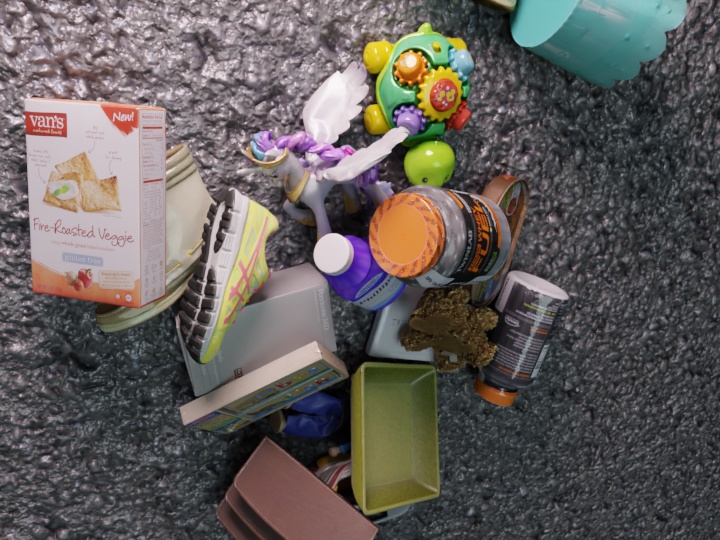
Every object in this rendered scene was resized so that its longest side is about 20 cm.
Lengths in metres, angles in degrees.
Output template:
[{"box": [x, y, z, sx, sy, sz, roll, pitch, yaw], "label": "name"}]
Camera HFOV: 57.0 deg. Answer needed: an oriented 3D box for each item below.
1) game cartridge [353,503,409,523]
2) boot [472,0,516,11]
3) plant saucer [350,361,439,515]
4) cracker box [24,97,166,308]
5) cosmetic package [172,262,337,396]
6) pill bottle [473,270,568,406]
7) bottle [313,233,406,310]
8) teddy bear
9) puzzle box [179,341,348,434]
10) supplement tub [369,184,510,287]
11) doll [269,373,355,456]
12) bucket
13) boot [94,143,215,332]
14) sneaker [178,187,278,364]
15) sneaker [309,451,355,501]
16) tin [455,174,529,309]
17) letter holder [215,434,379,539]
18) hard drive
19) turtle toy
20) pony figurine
[{"box": [-0.026, 0.390, 1.038, 0.196, 0.042, 0.134, -15, 159, -11], "label": "game cartridge"}, {"box": [0.136, -0.420, 0.793, 0.197, 0.073, 0.158, 11, 107, -31], "label": "boot"}, {"box": [0.046, 0.242, 0.989, 0.198, 0.047, 0.205, 12, 74, -52], "label": "plant saucer"}, {"box": [-0.275, -0.072, 0.695, 0.131, 0.058, 0.205, 6, 102, 13], "label": "cracker box"}, {"box": [-0.136, 0.073, 0.867, 0.196, 0.090, 0.109, -16, 115, -16], "label": "cosmetic package"}, {"box": [0.247, 0.112, 1.061, 0.104, 0.106, 0.204, 11, 106, -29], "label": "pill bottle"}, {"box": [0.000, 0.000, 0.859, 0.083, 0.066, 0.200, -42, 158, 7], "label": "bottle"}, {"box": [0.132, 0.086, 0.974, 0.143, 0.068, 0.199, -27, 135, 32], "label": "teddy bear"}, {"box": [-0.121, 0.159, 0.874, 0.197, 0.026, 0.133, -26, 157, 6], "label": "puzzle box"}, {"box": [0.102, -0.042, 0.841, 0.198, 0.121, 0.125, -3, 117, -56], "label": "supplement tub"}, {"box": [-0.032, 0.216, 1.002, 0.197, 0.048, 0.139, 16, 102, -31], "label": "doll"}, {"box": [0.291, -0.347, 0.829, 0.132, 0.207, 0.211, 13, 106, -21], "label": "bucket"}, {"box": [-0.250, -0.037, 0.771, 0.198, 0.072, 0.156, -36, 123, -14], "label": "boot"}, {"box": [-0.145, 0.014, 0.771, 0.089, 0.078, 0.204, 16, 94, -41], "label": "sneaker"}, {"box": [0.018, 0.324, 1.054, 0.196, 0.082, 0.079, -18, 118, -20], "label": "sneaker"}, {"box": [0.194, -0.042, 0.984, 0.111, 0.041, 0.204, -12, 121, -55], "label": "tin"}, {"box": [-0.096, 0.350, 0.920, 0.199, 0.101, 0.143, 38, 74, 5], "label": "letter holder"}, {"box": [0.092, 0.038, 0.999, 0.129, 0.025, 0.204, 8, 108, -29], "label": "hard drive"}, {"box": [0.084, -0.206, 0.843, 0.143, 0.101, 0.204, -11, 116, -21], "label": "turtle toy"}, {"box": [-0.032, -0.124, 0.807, 0.191, 0.168, 0.200, -34, 140, 4], "label": "pony figurine"}]
